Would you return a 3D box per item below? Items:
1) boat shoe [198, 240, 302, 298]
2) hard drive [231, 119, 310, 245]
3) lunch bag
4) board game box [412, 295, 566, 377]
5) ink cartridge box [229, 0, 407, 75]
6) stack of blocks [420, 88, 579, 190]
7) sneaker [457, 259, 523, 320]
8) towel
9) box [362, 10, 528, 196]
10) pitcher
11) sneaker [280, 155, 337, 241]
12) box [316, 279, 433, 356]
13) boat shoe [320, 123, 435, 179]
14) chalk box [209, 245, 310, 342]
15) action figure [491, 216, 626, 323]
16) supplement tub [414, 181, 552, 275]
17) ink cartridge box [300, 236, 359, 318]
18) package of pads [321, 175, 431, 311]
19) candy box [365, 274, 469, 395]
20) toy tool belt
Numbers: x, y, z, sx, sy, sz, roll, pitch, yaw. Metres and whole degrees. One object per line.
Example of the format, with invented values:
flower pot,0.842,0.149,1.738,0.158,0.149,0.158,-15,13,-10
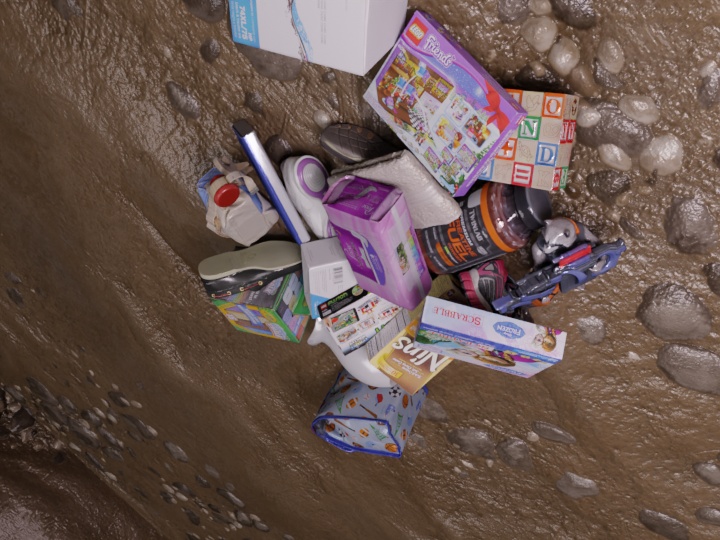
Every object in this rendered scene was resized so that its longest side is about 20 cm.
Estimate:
boat shoe,-0.189,-0.002,1.188,0.195,0.075,0.064,-13,130,-5
hard drive,-0.152,-0.150,1.121,0.203,0.025,0.132,63,174,-26
lunch bag,0.015,0.269,1.325,0.195,0.171,0.126,-1,126,30
board game box,0.179,0.103,0.974,0.194,0.042,0.200,15,165,6
ink cartridge box,-0.050,-0.367,0.842,0.195,0.148,0.149,19,134,17
stack of blocks,0.181,-0.182,0.884,0.196,0.058,0.119,15,107,33
sneaker,0.226,0.055,1.045,0.073,0.082,0.200,-27,142,17
towel,0.044,-0.112,0.979,0.132,0.035,0.198,41,156,-27
box,0.106,-0.219,0.871,0.201,0.039,0.138,51,124,18
pitcher,0.000,0.116,1.249,0.197,0.121,0.175,28,132,25
sneaker,-0.072,-0.114,1.142,0.099,0.075,0.203,18,141,51
box,0.034,0.059,1.130,0.196,0.035,0.111,-28,134,2
boat shoe,0.021,-0.159,1.027,0.196,0.075,0.074,27,136,11
chalk box,-0.160,0.048,1.260,0.195,0.127,0.125,9,150,26
action figure,0.258,-0.001,0.930,0.195,0.106,0.196,-21,146,-7
supplement tub,0.181,-0.070,0.977,0.197,0.108,0.108,-23,113,42
ink cartridge box,0.000,0.000,1.137,0.194,0.067,0.118,-12,132,-13
package of pads,0.028,-0.039,0.980,0.119,0.076,0.202,21,150,36
candy box,0.116,0.109,1.128,0.115,0.056,0.200,38,108,-24
toy tool belt,-0.230,-0.133,1.147,0.124,0.124,0.201,52,177,23
